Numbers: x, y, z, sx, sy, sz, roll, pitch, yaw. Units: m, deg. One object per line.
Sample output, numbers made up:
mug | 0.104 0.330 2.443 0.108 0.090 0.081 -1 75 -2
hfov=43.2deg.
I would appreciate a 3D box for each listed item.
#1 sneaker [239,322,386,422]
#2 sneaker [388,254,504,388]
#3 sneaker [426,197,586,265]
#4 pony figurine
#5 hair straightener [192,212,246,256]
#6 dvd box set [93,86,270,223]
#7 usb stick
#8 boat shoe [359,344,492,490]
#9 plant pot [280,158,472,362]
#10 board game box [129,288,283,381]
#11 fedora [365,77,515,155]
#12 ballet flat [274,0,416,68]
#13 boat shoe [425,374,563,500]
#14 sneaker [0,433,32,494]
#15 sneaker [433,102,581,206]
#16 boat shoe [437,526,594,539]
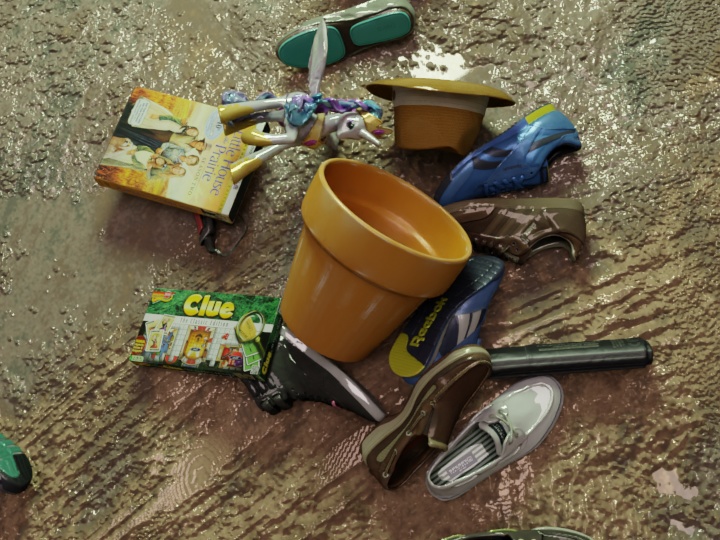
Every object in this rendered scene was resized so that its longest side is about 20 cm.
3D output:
sneaker | -0.065 0.150 1.110 0.200 0.071 0.099 34 83 23
sneaker | 0.112 0.066 1.105 0.074 0.082 0.200 17 60 47
sneaker | 0.178 -0.045 1.124 0.199 0.070 0.076 -4 73 9
pony figurine | -0.074 -0.196 1.130 0.199 0.167 0.194 -12 44 -5
hair straightener | -0.199 -0.108 1.222 0.077 0.041 0.201 -20 65 3
dvd box set | -0.237 -0.156 1.212 0.199 0.029 0.147 17 74 12
usb stick | 0.241 0.104 1.078 0.199 0.055 0.033 -5 100 8
boat shoe | 0.086 0.175 1.041 0.203 0.074 0.075 -50 42 22
plant pot | 0.000 0.000 1.071 0.200 0.200 0.184 39 115 18
board game box | -0.193 0.078 1.144 0.199 0.023 0.105 2 62 27
fedora | 0.095 -0.187 1.129 0.199 0.201 0.082 7 95 12
ballet flat | -0.022 -0.332 1.260 0.199 0.068 0.064 -14 44 5
boat shoe | 0.159 0.195 1.055 0.200 0.067 0.074 -44 71 -5
sneaker | -0.503 0.244 1.165 0.199 0.074 0.088 30 97 25
sneaker | 0.188 -0.128 1.151 0.200 0.066 0.079 -34 74 -2
boat shoe | 0.169 0.326 1.017 0.200 0.061 0.072 -6 72 8
